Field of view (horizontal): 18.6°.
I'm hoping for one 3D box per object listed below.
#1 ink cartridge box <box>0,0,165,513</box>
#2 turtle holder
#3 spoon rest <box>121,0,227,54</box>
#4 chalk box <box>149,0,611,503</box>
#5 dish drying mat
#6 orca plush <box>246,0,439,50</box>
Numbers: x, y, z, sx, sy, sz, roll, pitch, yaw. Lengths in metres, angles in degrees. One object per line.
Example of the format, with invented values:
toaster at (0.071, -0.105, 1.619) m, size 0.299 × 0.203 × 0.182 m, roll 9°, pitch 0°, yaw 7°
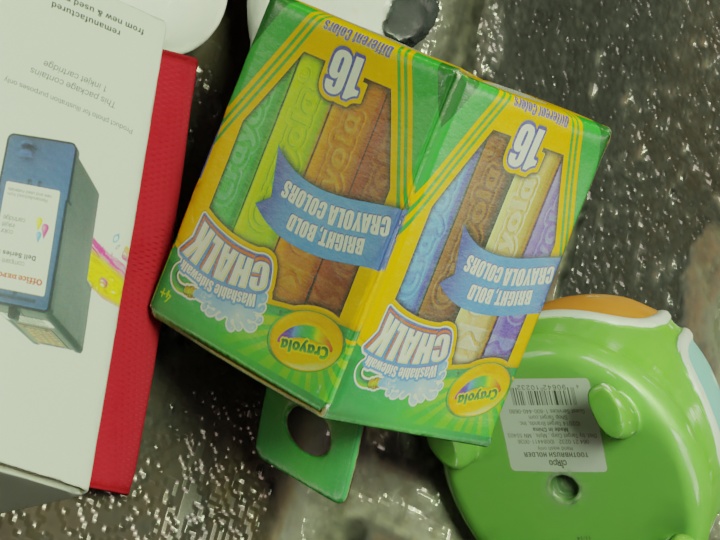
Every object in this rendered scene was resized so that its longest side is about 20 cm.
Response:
ink cartridge box at (-0.162, -0.006, 0.877) m, size 0.087 × 0.145 × 0.201 m, roll 22°, pitch 65°, yaw -32°
turtle holder at (0.128, 0.097, 1.078) m, size 0.186 × 0.141 × 0.132 m, roll 50°, pitch 37°, yaw -5°
spoon rest at (-0.141, -0.154, 0.987) m, size 0.199 × 0.061 × 0.100 m, roll 10°, pitch 73°, yaw -34°
chalk box at (0.000, 0.000, 0.977) m, size 0.124 × 0.124 × 0.201 m, roll 16°, pitch 97°, yaw -50°
dish drying mat at (-0.119, -0.005, 0.972) m, size 0.077 × 0.018 × 0.201 m, roll 13°, pitch 79°, yaw -34°
orca plush at (-0.020, -0.153, 1.082) m, size 0.105 × 0.071 × 0.201 m, roll 4°, pitch 69°, yaw -13°
